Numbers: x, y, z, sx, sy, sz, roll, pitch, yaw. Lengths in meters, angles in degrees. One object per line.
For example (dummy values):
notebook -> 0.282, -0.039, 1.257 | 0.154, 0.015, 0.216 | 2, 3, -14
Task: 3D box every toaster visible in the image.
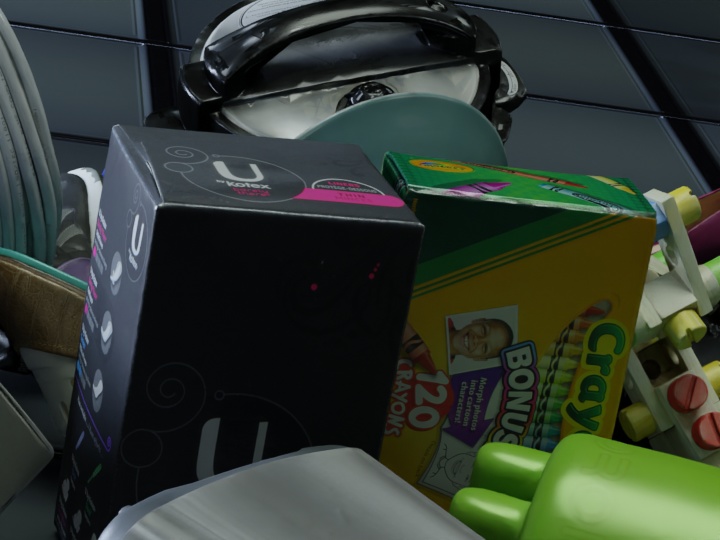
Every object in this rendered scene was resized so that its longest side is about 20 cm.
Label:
toaster -> -0.023, 0.150, 1.120 | 0.129, 0.114, 0.200 | 27, 24, 34

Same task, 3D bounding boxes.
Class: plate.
plate -> 0.000, 0.000, 1.425 | 0.200, 0.201, 0.026 | -7, 38, -39

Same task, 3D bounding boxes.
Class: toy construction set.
toy construction set -> 0.158, 0.066, 1.373 | 0.092, 0.201, 0.131 | -12, -10, -14

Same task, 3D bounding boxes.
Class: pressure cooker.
pressure cooker -> -0.011, -0.061, 1.518 | 0.178, 0.200, 0.176 | 20, 43, 19

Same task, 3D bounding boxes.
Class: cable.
cable -> -0.226, -0.067, 1.419 | 0.069, 0.201, 0.200 | -22, 32, -31

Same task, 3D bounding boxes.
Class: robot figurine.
robot figurine -> 0.135, 0.140, 1.219 | 0.199, 0.116, 0.176 | 15, 26, 11

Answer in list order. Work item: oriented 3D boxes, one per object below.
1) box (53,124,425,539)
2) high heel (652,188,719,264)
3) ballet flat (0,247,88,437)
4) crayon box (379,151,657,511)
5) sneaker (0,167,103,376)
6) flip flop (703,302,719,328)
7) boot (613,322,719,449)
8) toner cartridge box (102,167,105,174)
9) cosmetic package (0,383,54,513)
box -> -0.058, 0.049, 1.246 | 0.122, 0.201, 0.106 | 3, 20, -18
high heel -> 0.166, -0.027, 1.721 | 0.199, 0.096, 0.067 | 3, 21, -21
ballet flat -> -0.104, 0.056, 1.357 | 0.200, 0.073, 0.068 | 24, -13, -23
crayon box -> 0.056, 0.052, 1.295 | 0.118, 0.201, 0.058 | 6, 19, -12
sneaker -> -0.176, -0.003, 1.524 | 0.087, 0.076, 0.200 | -2, 22, -15
flip flop -> 0.185, 0.029, 1.609 | 0.200, 0.058, 0.081 | 9, 14, 43
boot -> 0.128, 0.065, 1.476 | 0.168, 0.077, 0.200 | 26, 35, 19
toner cartridge box -> -0.058, -0.023, 1.675 | 0.199, 0.043, 0.095 | 10, 21, 0
cosmetic package -> -0.239, 0.057, 1.255 | 0.104, 0.073, 0.200 | -47, 46, -15
